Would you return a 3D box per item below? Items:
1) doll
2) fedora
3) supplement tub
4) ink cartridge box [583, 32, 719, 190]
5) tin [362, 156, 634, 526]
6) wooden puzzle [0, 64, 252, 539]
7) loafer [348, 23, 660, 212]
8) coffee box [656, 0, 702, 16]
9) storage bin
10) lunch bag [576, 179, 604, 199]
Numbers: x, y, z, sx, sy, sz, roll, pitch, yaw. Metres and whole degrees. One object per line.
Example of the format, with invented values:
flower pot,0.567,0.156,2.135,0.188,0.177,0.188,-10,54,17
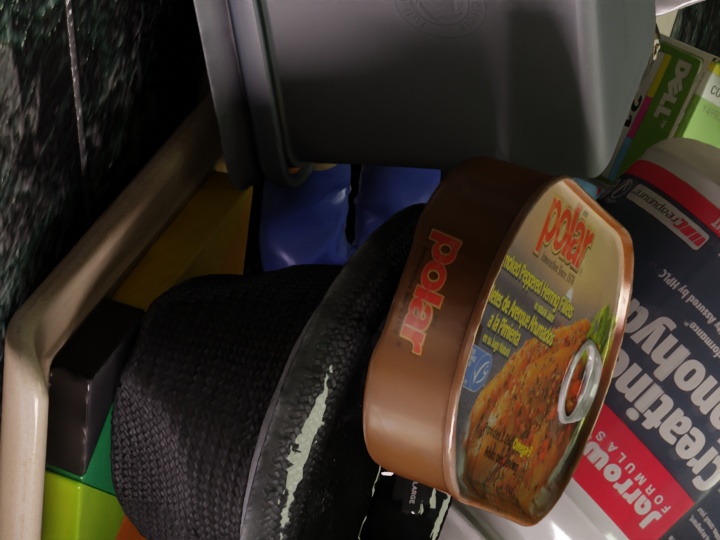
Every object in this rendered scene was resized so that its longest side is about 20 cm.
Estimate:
doll,0.000,0.000,1.188,0.136,0.049,0.200,-19,145,-18
fedora,-0.030,0.057,1.025,0.201,0.091,0.201,18,90,-72
supplement tub,0.109,0.056,1.239,0.200,0.140,0.140,-44,165,-5
ink cartridge box,0.182,-0.044,1.363,0.148,0.200,0.076,22,95,-49
tin,0.049,0.024,1.015,0.112,0.042,0.200,-67,162,-4
wooden puzzle,-0.081,0.046,1.067,0.200,0.037,0.185,-61,163,-50
loafer,0.047,-0.045,1.254,0.200,0.073,0.072,-33,168,31
coffee box,0.176,-0.240,1.197,0.200,0.199,0.198,69,22,-13
storage bin,0.028,-0.125,1.014,0.200,0.134,0.146,83,23,-45
lunch bag,0.035,0.006,1.521,0.200,0.094,0.151,-56,167,-5
